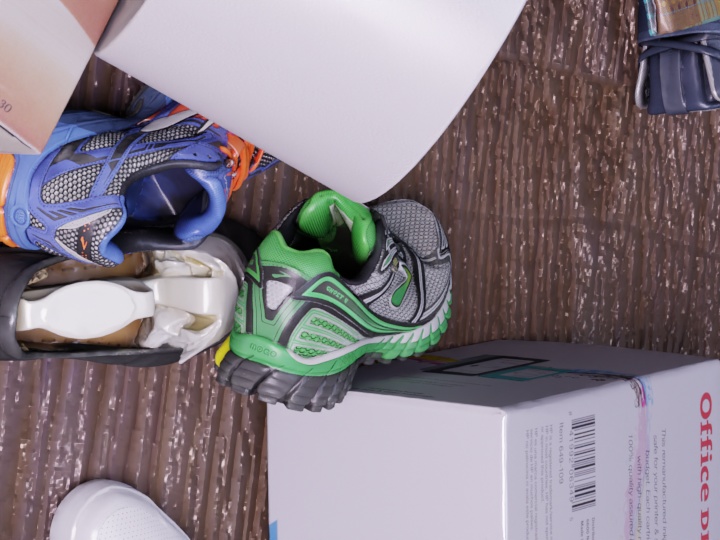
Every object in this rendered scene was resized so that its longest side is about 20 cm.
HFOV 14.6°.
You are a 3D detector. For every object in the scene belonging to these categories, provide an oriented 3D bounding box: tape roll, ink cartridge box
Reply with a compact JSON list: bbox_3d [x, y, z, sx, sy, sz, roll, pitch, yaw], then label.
[{"bbox_3d":[-0.010,-0.149,1.237,0.139,0.203,0.203,29,73,-13],"label":"tape roll"},{"bbox_3d":[0.071,0.121,1.398,0.200,0.145,0.148,-8,100,-52],"label":"ink cartridge box"}]

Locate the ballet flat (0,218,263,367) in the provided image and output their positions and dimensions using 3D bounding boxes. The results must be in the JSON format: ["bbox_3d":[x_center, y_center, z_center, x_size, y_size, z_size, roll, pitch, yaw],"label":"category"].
[{"bbox_3d":[-0.104,0.016,1.303,0.199,0.068,0.068,-10,102,-41],"label":"ballet flat"}]

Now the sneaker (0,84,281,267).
[{"bbox_3d":[-0.081,-0.045,1.295,0.200,0.078,0.076,-29,137,-40],"label":"sneaker"}]

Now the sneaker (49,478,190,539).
[{"bbox_3d":[-0.062,0.185,1.327,0.074,0.115,0.201,-44,120,-28],"label":"sneaker"}]

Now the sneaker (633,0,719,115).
[{"bbox_3d":[0.159,-0.162,1.517,0.202,0.077,0.147,12,83,-43],"label":"sneaker"}]

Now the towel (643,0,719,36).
[{"bbox_3d":[0.186,-0.206,1.469,0.200,0.022,0.148,-22,100,-53],"label":"towel"}]

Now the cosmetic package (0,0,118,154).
[{"bbox_3d":[-0.152,-0.161,1.230,0.103,0.087,0.201,36,71,-37],"label":"cosmetic package"}]

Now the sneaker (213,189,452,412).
[{"bbox_3d":[0.000,0.000,1.346,0.200,0.078,0.086,-39,148,-65],"label":"sneaker"}]
